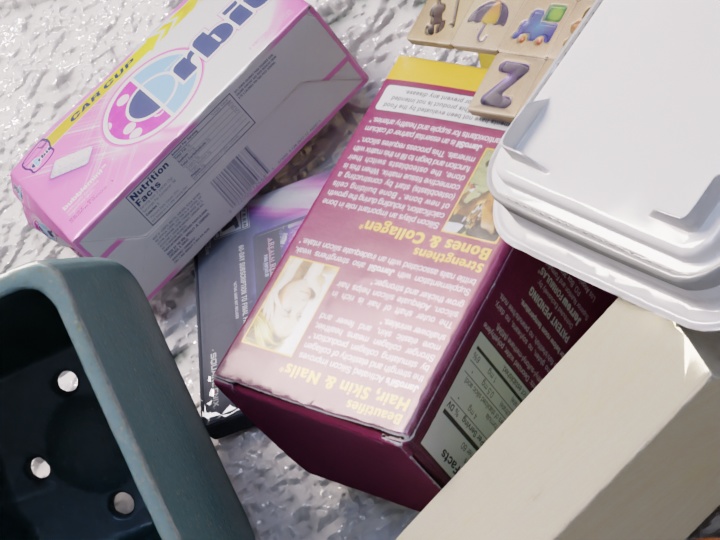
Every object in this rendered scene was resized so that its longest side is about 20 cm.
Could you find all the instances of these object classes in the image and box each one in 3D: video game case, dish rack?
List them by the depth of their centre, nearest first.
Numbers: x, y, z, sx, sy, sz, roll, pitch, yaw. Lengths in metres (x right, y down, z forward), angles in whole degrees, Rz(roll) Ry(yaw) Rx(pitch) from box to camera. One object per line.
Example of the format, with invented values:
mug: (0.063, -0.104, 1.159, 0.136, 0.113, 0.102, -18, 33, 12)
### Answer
dish rack: (0.145, -0.085, 0.842, 0.201, 0.044, 0.171, -54, 39, -7)
video game case: (0.000, 0.000, 1.097, 0.199, 0.019, 0.144, -20, 51, 18)

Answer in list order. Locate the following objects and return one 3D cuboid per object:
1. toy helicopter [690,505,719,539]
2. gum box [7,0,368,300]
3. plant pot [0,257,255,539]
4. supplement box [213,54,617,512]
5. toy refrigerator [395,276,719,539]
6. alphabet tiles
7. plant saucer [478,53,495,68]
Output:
toy helicopter: (0.158, 0.100, 0.917, 0.200, 0.079, 0.133, -40, 56, 15)
gum box: (-0.105, -0.080, 1.164, 0.200, 0.066, 0.113, -45, 36, -4)
plant pot: (-0.161, 0.105, 0.983, 0.195, 0.200, 0.197, -24, 94, 13)
supplement box: (0.043, 0.008, 0.982, 0.130, 0.103, 0.201, 15, 67, 40)
toy refrigerator: (0.094, 0.098, 0.879, 0.200, 0.076, 0.070, -51, 46, 23)
alphabet tiles: (0.112, -0.141, 0.953, 0.199, 0.008, 0.168, 14, 71, 48)
plant saucer: (0.148, -0.180, 1.104, 0.198, 0.049, 0.201, -19, 52, 12)
